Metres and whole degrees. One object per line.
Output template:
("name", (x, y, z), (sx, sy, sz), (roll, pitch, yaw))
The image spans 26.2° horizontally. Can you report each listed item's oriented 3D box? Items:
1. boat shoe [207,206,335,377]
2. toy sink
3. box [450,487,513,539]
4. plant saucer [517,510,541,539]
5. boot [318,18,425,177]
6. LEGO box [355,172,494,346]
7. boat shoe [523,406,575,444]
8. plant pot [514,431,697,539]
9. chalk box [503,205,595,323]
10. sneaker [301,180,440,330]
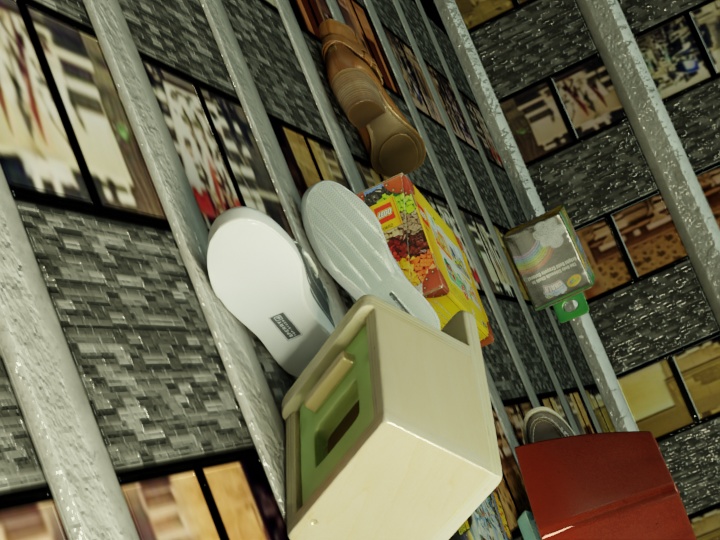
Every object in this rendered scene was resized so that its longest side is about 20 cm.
("boat shoe", (-0.066, 0.005, 1.212), (0.200, 0.071, 0.068), (56, 17, -48))
("toy sink", (0.016, 0.109, 1.160), (0.111, 0.131, 0.201), (28, 30, -20))
("box", (0.121, 0.270, 1.575), (0.137, 0.040, 0.201), (48, 22, -52))
("plant saucer", (0.237, 0.392, 1.893), (0.202, 0.019, 0.070), (71, 13, 17))
("boot", (0.014, -0.221, 1.977), (0.200, 0.073, 0.156), (53, 13, -54))
("LEGO box", (0.071, 0.002, 1.775), (0.200, 0.077, 0.150), (44, 25, -60))
("boat shoe", (0.282, 0.285, 2.164), (0.060, 0.071, 0.201), (-90, 159, -69))
("plant pot", (0.322, 0.317, 1.957), (0.200, 0.175, 0.201), (-100, 165, -64))
("chalk box", (0.368, -0.004, 2.938), (0.202, 0.124, 0.124), (66, 12, -4))
("sneaker", (0.000, 0.000, 1.542), (0.201, 0.073, 0.071), (57, -19, -12))
